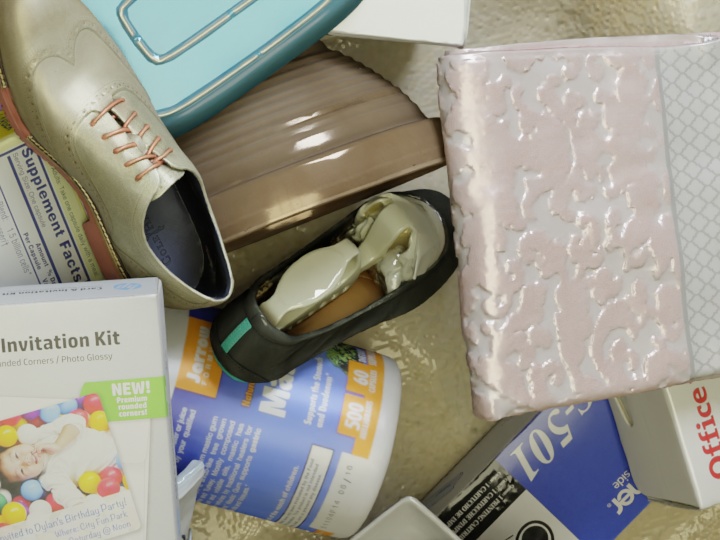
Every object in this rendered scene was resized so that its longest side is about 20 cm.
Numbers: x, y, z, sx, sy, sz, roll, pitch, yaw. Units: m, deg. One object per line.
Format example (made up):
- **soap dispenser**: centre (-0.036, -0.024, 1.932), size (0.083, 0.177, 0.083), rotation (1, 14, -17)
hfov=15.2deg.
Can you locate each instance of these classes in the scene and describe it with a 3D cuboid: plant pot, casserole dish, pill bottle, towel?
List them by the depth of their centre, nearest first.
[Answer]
- **casserole dish**: centre (-0.080, -0.150, 1.405), size (0.200, 0.039, 0.121), rotation (-36, 102, -3)
- **towel**: centre (0.138, -0.029, 1.484), size (0.190, 0.032, 0.201), rotation (-7, 93, -23)
- **plant pot**: centre (-0.053, -0.068, 1.500), size (0.200, 0.201, 0.093), rotation (-22, 89, -3)
- **pill bottle**: centre (-0.086, 0.078, 1.560), size (0.199, 0.112, 0.112), rotation (16, 98, -11)

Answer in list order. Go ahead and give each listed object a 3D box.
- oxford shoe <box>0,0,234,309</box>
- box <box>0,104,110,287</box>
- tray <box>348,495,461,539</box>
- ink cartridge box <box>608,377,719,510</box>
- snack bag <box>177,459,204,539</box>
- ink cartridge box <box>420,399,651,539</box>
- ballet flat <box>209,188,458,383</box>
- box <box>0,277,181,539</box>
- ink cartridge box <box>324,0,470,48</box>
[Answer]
- **oxford shoe**: centre (-0.118, -0.067, 1.345), size (0.071, 0.074, 0.200), rotation (-44, 120, -26)
- **box**: centre (-0.260, -0.016, 1.429), size (0.199, 0.176, 0.097), rotation (-25, 112, -14)
- **tray**: centre (0.001, 0.215, 1.611), size (0.107, 0.022, 0.200), rotation (42, 119, -13)
- **ink cartridge box**: centre (0.247, 0.039, 1.589), size (0.199, 0.083, 0.147), rotation (-21, 98, -17)
- **snack bag**: centre (-0.153, 0.211, 1.516), size (0.021, 0.200, 0.188), rotation (37, 51, 18)
- **ink cartridge box**: centre (0.101, 0.145, 1.634), size (0.094, 0.044, 0.200), rotation (43, 93, -15)
- **ballet flat**: centre (0.000, 0.000, 1.531), size (0.068, 0.068, 0.200), rotation (46, 54, 11)
- **box**: centre (-0.169, 0.109, 1.351), size (0.155, 0.041, 0.201), rotation (-3, 102, -2)
- **ink cartridge box**: centre (-0.045, -0.177, 1.499), size (0.199, 0.145, 0.084), rotation (5, 97, -9)
